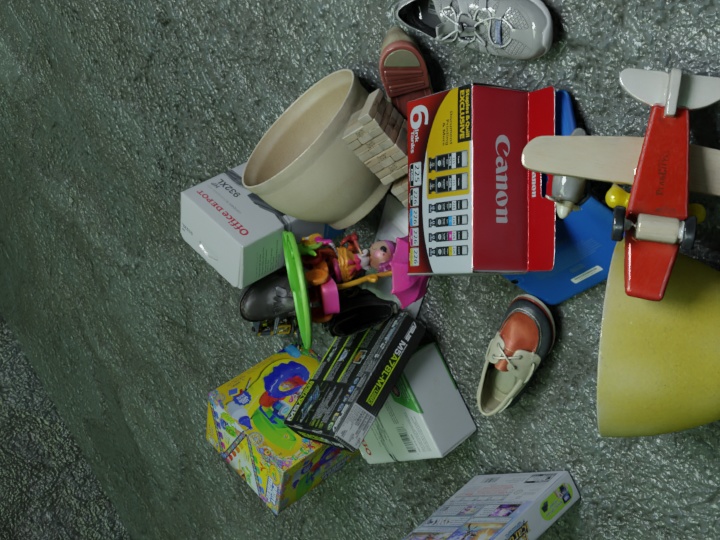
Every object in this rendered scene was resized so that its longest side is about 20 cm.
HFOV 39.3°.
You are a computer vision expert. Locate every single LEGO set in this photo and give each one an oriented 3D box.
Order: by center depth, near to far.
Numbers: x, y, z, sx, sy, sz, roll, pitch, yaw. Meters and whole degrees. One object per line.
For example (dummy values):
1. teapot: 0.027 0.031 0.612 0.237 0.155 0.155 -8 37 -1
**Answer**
1. LEGO set: -0.108 0.015 1.591 0.155 0.114 0.202 -110 25 -44

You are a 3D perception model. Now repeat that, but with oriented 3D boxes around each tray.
1. tray: 0.049 -0.003 1.418 0.107 0.022 0.201 44 143 25

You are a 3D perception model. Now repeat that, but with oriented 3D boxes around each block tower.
1. block tower: 0.060 -0.121 1.213 0.057 0.054 0.200 -25 120 36

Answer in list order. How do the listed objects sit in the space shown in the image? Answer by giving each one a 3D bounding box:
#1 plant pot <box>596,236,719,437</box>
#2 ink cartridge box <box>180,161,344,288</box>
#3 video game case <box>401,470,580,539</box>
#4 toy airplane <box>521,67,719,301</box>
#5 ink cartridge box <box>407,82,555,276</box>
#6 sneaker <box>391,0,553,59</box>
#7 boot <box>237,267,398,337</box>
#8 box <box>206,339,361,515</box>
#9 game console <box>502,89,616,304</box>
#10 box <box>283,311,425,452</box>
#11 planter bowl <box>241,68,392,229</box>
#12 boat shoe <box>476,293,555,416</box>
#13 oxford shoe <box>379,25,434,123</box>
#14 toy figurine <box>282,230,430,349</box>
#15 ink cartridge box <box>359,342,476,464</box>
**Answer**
1. plant pot: 0.319 0.072 0.996 0.140 0.200 0.203 5 121 21
2. ink cartridge box: -0.138 -0.082 1.446 0.145 0.199 0.084 39 141 28
3. video game case: 0.169 0.341 1.364 0.199 0.180 0.046 -21 98 56
4. toy airplane: 0.279 -0.087 0.944 0.201 0.198 0.141 54 175 25
5. ink cartridge box: 0.129 -0.097 1.110 0.175 0.083 0.203 -3 87 60
6. sneaker: 0.118 -0.262 1.086 0.199 0.082 0.076 24 132 42
7. boot: -0.064 0.049 1.417 0.174 0.197 0.070 -136 32 -62
8. box: -0.118 0.253 1.661 0.192 0.199 0.123 40 140 26
9. game console: 0.223 -0.075 1.142 0.170 0.119 0.200 32 149 -14
10. box: -0.011 0.152 1.429 0.047 0.201 0.193 36 162 -17
11. planter bowl: -0.038 -0.141 1.307 0.135 0.202 0.199 42 153 -24
12. boat shoe: 0.189 0.110 1.262 0.071 0.062 0.201 37 145 21
13. oxford shoe: 0.065 -0.203 1.232 0.075 0.069 0.202 -92 -6 -49
14. toy figurine: 0.000 0.000 1.322 0.200 0.181 0.152 -116 18 -62
15. ink cartridge box: 0.058 0.201 1.497 0.199 0.083 0.148 -20 98 55
